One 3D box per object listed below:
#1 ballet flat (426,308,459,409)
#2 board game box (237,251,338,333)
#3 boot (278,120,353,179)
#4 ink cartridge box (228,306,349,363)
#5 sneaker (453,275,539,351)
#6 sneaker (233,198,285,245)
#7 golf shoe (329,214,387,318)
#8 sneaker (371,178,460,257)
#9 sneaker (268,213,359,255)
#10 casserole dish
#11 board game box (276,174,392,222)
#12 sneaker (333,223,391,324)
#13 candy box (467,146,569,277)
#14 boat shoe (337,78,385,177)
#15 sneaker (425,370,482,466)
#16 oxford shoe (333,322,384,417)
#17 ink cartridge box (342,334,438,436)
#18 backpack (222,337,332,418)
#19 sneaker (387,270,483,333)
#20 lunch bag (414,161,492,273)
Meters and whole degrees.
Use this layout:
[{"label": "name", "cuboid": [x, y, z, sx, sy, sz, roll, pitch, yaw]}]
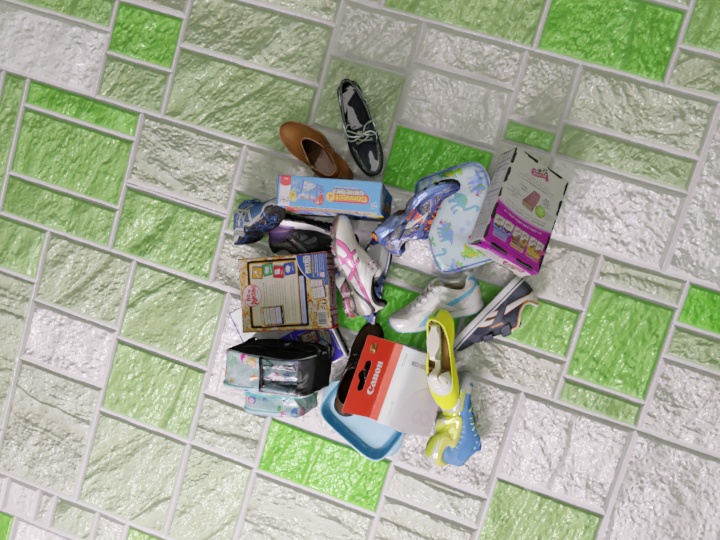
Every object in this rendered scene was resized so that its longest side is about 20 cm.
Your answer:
[{"label": "ballet flat", "cuboid": [0.150, 0.177, 1.220, 0.066, 0.067, 0.204, 1, 98, 26]}, {"label": "board game box", "cuboid": [-0.148, 0.045, 1.285, 0.196, 0.046, 0.155, -3, 90, 17]}, {"label": "boot", "cuboid": [-0.099, -0.243, 1.255, 0.199, 0.155, 0.074, 37, 98, 8]}, {"label": "ink cartridge box", "cuboid": [-0.151, 0.131, 1.346, 0.197, 0.043, 0.201, -26, 89, 9]}, {"label": "sneaker", "cuboid": [0.270, 0.104, 1.264, 0.200, 0.078, 0.080, -45, 82, 7]}, {"label": "sneaker", "cuboid": [-0.216, -0.111, 1.281, 0.199, 0.075, 0.079, -23, 78, 53]}, {"label": "golf shoe", "cuboid": [-0.004, -0.013, 1.230, 0.090, 0.073, 0.204, -12, 100, 10]}, {"label": "sneaker", "cuboid": [0.115, -0.102, 1.204, 0.199, 0.075, 0.079, -39, 90, 27]}, {"label": "sneaker", "cuboid": [-0.098, -0.057, 1.320, 0.196, 0.076, 0.089, 14, 105, 15]}, {"label": "casserole dish", "cuboid": [0.006, 0.307, 1.338, 0.199, 0.039, 0.122, 40, 98, 3]}, {"label": "board game box", "cuboid": [-0.044, -0.137, 1.234, 0.196, 0.196, 0.057, 5, 90, 8]}, {"label": "sneaker", "cuboid": [0.000, 0.001, 1.297, 0.113, 0.081, 0.203, 14, 97, 5]}, {"label": "candy box", "cuboid": [0.300, -0.109, 1.199, 0.135, 0.061, 0.203, 29, 74, -17]}, {"label": "boat shoe", "cuboid": [0.000, -0.289, 1.286, 0.073, 0.062, 0.204, -13, 92, 7]}, {"label": "sneaker", "cuboid": [0.210, 0.310, 1.301, 0.103, 0.076, 0.203, 21, 96, -12]}, {"label": "oxford shoe", "cuboid": [0.004, 0.193, 1.284, 0.071, 0.085, 0.203, 17, 68, 5]}, {"label": "ink cartridge box", "cuboid": [0.078, 0.231, 1.256, 0.198, 0.057, 0.165, 19, 90, -36]}, {"label": "backpack", "cuboid": [-0.167, 0.204, 1.245, 0.196, 0.177, 0.154, 9, 90, 12]}, {"label": "sneaker", "cuboid": [0.144, 0.063, 1.274, 0.197, 0.077, 0.082, -20, 112, 0]}, {"label": "lunch bag", "cuboid": [0.201, -0.104, 1.259, 0.158, 0.082, 0.204, -18, 91, 10]}]
